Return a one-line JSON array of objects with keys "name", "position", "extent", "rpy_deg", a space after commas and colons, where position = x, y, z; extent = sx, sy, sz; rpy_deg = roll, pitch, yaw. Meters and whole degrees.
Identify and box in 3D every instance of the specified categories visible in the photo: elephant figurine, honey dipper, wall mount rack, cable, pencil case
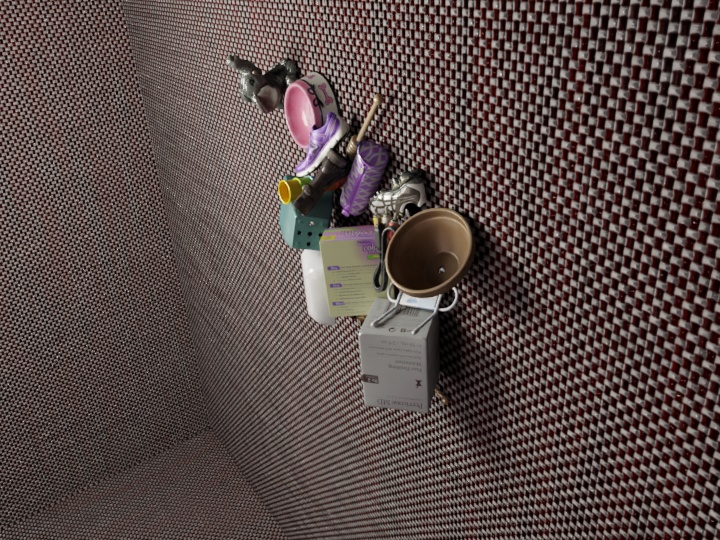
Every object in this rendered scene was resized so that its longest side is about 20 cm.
[{"name": "elephant figurine", "position": [-0.273, -0.503, 1.694], "extent": [0.140, 0.196, 0.160], "rpy_deg": [-12, 98, 60]}, {"name": "honey dipper", "position": [0.161, 0.267, 1.588], "extent": [0.200, 0.037, 0.039], "rpy_deg": [46, 143, 30]}, {"name": "honey dipper", "position": [0.012, -0.338, 1.453], "extent": [0.039, 0.037, 0.201], "rpy_deg": [60, 150, 16]}, {"name": "wall mount rack", "position": [0.115, 0.066, 1.394], "extent": [0.196, 0.178, 0.074], "rpy_deg": [6, 158, 41]}, {"name": "cable", "position": [0.064, -0.042, 1.420], "extent": [0.096, 0.049, 0.206], "rpy_deg": [23, 126, 46]}, {"name": "pencil case", "position": [0.007, -0.220, 1.501], "extent": [0.082, 0.087, 0.202], "rpy_deg": [25, 144, 1]}]

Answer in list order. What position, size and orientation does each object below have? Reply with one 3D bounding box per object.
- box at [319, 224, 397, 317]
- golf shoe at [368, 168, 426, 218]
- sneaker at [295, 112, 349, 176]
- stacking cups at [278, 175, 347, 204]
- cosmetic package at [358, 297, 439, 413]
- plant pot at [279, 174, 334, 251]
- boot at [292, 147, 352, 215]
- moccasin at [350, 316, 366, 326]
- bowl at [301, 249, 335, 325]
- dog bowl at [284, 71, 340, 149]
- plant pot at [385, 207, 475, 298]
[{"name": "box", "position": [0.000, 0.000, 1.539], "extent": [0.097, 0.170, 0.206], "rpy_deg": [-74, -22, -65]}, {"name": "golf shoe", "position": [0.084, -0.151, 1.420], "extent": [0.097, 0.076, 0.199], "rpy_deg": [66, 152, 6]}, {"name": "sneaker", "position": [-0.106, -0.320, 1.571], "extent": [0.084, 0.081, 0.200], "rpy_deg": [45, 122, -1]}, {"name": "stacking cups", "position": [-0.114, -0.216, 1.592], "extent": [0.060, 0.196, 0.062], "rpy_deg": [24, 121, 47]}, {"name": "cosmetic package", "position": [0.096, 0.197, 1.460], "extent": [0.160, 0.166, 0.206], "rpy_deg": [3, 117, 16]}, {"name": "plant pot", "position": [-0.139, -0.141, 1.645], "extent": [0.202, 0.137, 0.145], "rpy_deg": [-106, 24, -59]}, {"name": "boot", "position": [-0.096, -0.211, 1.522], "extent": [0.069, 0.200, 0.175], "rpy_deg": [39, 99, 8]}, {"name": "moccasin", "position": [0.021, 0.113, 1.675], "extent": [0.199, 0.072, 0.080], "rpy_deg": [-2, 84, 59]}, {"name": "bowl", "position": [-0.119, 0.032, 1.700], "extent": [0.201, 0.072, 0.206], "rpy_deg": [-108, 13, -62]}, {"name": "dog bowl", "position": [-0.134, -0.415, 1.638], "extent": [0.199, 0.072, 0.205], "rpy_deg": [38, 138, 44]}, {"name": "plant pot", "position": [0.158, -0.023, 1.311], "extent": [0.200, 0.202, 0.093], "rpy_deg": [40, 177, 41]}]
